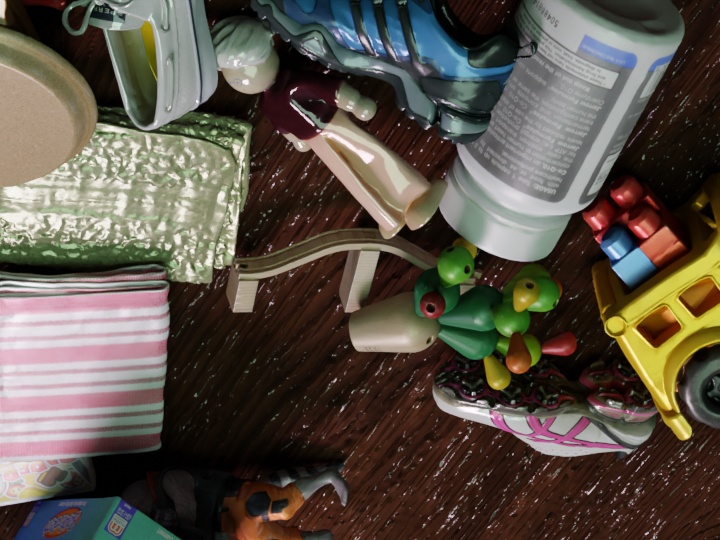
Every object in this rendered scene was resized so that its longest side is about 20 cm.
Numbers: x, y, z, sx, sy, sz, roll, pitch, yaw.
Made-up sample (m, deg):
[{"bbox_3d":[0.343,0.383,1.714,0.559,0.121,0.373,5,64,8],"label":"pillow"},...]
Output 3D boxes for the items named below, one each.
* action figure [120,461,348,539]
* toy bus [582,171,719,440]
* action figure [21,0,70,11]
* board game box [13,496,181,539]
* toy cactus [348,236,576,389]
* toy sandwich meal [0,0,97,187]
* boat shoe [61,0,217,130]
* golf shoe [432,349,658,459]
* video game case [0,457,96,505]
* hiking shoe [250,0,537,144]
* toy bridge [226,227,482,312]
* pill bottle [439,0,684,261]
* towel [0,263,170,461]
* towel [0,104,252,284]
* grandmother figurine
[{"bbox_3d":[-0.111,0.210,1.554,0.191,0.106,0.201,5,153,-3],"label":"action figure"},{"bbox_3d":[0.268,-0.004,1.409,0.199,0.136,0.192,-35,109,16],"label":"toy bus"},{"bbox_3d":[-0.291,-0.198,1.212,0.197,0.052,0.066,-1,123,-1],"label":"action figure"},{"bbox_3d":[-0.180,0.240,1.483,0.152,0.045,0.200,38,157,-18],"label":"board game box"},{"bbox_3d":[0.074,0.042,1.385,0.163,0.103,0.200,-10,165,20],"label":"toy cactus"},{"bbox_3d":[-0.266,-0.129,1.210,0.203,0.071,0.206,1,150,0],"label":"toy sandwich meal"},{"bbox_3d":[-0.155,-0.180,1.206,0.074,0.086,0.204,21,136,33],"label":"boat shoe"},{"bbox_3d":[0.149,0.119,1.511,0.198,0.073,0.093,8,128,-14],"label":"golf shoe"},{"bbox_3d":[-0.326,0.123,1.477,0.198,0.023,0.183,-9,129,-1],"label":"video game case"},{"bbox_3d":[0.016,-0.171,1.247,0.199,0.075,0.087,30,113,-4],"label":"hiking shoe"},{"bbox_3d":[0.000,0.000,1.413,0.198,0.027,0.068,1,129,-17],"label":"toy bridge"},{"bbox_3d":[0.135,-0.112,1.299,0.113,0.114,0.201,14,125,-18],"label":"pill bottle"},{"bbox_3d":[-0.221,0.073,1.419,0.145,0.030,0.201,-2,134,-11],"label":"towel"},{"bbox_3d":[-0.180,-0.059,1.346,0.198,0.037,0.149,3,128,-12],"label":"towel"},{"bbox_3d":[-0.029,-0.105,1.296,0.200,0.061,0.121,40,146,-17],"label":"grandmother figurine"}]
